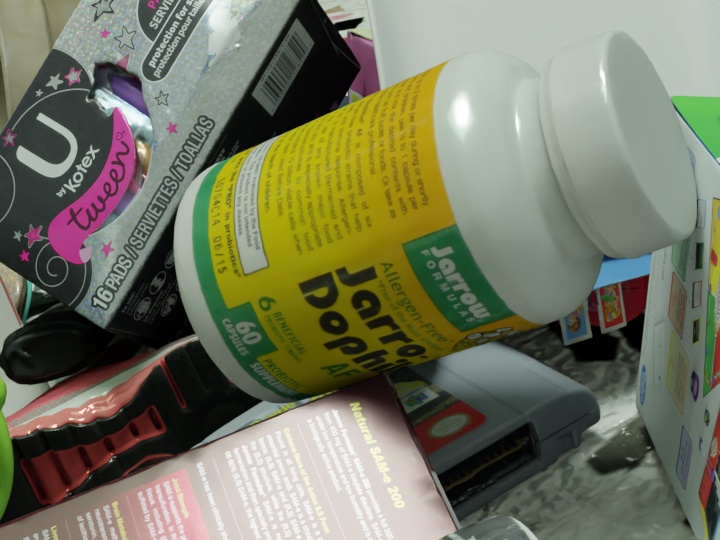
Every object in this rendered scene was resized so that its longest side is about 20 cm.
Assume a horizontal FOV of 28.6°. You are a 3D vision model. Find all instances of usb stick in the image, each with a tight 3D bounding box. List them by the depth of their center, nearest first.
[{"bbox_3d":[-0.171,0.036,0.837,0.055,0.033,0.200,-16,5,-2],"label":"usb stick"}]

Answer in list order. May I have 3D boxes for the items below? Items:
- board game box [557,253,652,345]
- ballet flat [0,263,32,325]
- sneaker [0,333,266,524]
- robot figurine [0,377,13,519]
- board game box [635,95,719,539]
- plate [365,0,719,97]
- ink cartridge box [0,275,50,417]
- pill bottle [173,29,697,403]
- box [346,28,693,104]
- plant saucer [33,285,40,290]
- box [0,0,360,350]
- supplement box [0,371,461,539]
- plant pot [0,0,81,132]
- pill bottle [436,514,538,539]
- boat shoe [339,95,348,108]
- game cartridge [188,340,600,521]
[{"bbox_3d":[0.132,0.001,0.764,0.198,0.039,0.158,-14,14,-25],"label":"board game box"},{"bbox_3d":[-0.281,0.006,0.991,0.067,0.069,0.200,12,4,-25],"label":"ballet flat"},{"bbox_3d":[-0.119,0.068,0.755,0.198,0.075,0.087,-21,23,-9],"label":"sneaker"},{"bbox_3d":[-0.240,0.103,0.666,0.115,0.178,0.199,15,-31,-35],"label":"robot figurine"},{"bbox_3d":[0.154,0.036,0.547,0.040,0.155,0.201,0,25,-3],"label":"board game box"},{"bbox_3d":[0.101,-0.114,0.721,0.197,0.203,0.032,-9,-3,-7],"label":"plate"},{"bbox_3d":[-0.292,0.030,0.895,0.199,0.118,0.067,10,36,44],"label":"ink cartridge box"},{"bbox_3d":[0.030,-0.022,0.580,0.198,0.114,0.113,-20,20,29],"label":"pill bottle"},{"bbox_3d":[0.099,-0.093,0.833,0.197,0.098,0.176,-3,12,-7],"label":"box"},{"bbox_3d":[-0.136,-0.052,0.932,0.199,0.039,0.201,-28,8,4],"label":"plant saucer"},{"bbox_3d":[-0.108,-0.072,0.770,0.114,0.132,0.201,29,87,17],"label":"box"},{"bbox_3d":[-0.058,0.130,0.552,0.198,0.061,0.109,-21,53,-8],"label":"supplement box"},{"bbox_3d":[-0.204,-0.130,1.123,0.171,0.203,0.200,-6,21,-17],"label":"plant pot"},{"bbox_3d":[-0.021,0.163,0.451,0.198,0.107,0.106,-21,24,-8],"label":"pill bottle"},{"bbox_3d":[-0.001,-0.079,0.992,0.061,0.076,0.200,-21,18,11],"label":"boat shoe"},{"bbox_3d":[0.000,0.089,0.682,0.199,0.041,0.133,-27,22,-21],"label":"game cartridge"}]
